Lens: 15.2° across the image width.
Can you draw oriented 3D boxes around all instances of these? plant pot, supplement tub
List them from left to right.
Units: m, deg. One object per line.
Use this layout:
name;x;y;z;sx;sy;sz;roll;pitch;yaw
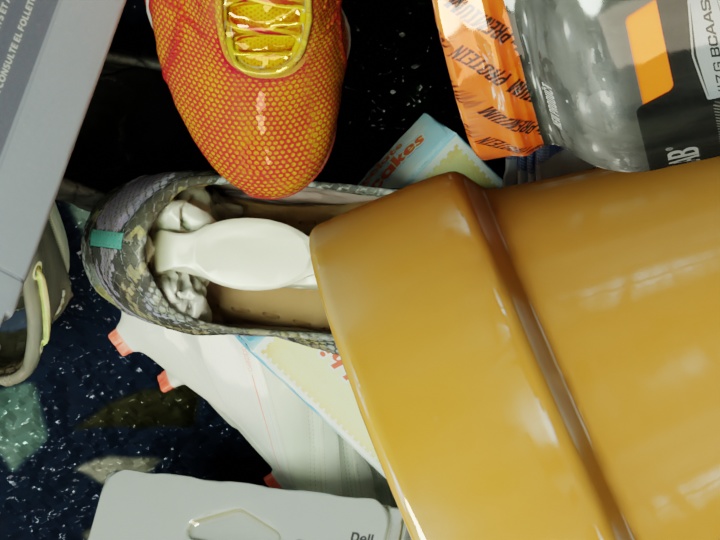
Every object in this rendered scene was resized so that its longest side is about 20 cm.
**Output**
plant pot;0.106;0.042;0.873;0.182;0.201;0.201;-23;130;4
supplement tub;0.122;-0.100;0.794;0.199;0.123;0.123;-12;132;8

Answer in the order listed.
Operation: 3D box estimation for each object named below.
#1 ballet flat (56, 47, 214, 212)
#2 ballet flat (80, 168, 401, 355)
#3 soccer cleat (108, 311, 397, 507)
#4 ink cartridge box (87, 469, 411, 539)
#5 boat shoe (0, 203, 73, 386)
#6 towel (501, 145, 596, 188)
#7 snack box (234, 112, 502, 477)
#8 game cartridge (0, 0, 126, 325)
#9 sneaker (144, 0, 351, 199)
ballet flat;-0.099;-0.052;0.991;0.199;0.057;0.067;8;95;-35
ballet flat;0.000;0.000;0.991;0.199;0.072;0.072;4;132;-15
soccer cleat;-0.018;0.049;1.113;0.077;0.069;0.200;-35;122;22
ink cartridge box;-0.013;0.161;1.133;0.146;0.083;0.200;4;157;30
boat shoe;-0.162;-0.041;1.025;0.072;0.060;0.202;-12;132;10
towel;0.111;0.003;1.002;0.146;0.024;0.201;-9;118;-25
snack box;0.055;0.047;1.084;0.116;0.037;0.200;-46;115;-2
game cartridge;-0.153;-0.073;0.895;0.133;0.201;0.041;28;156;-23
sneaker;-0.040;-0.111;0.909;0.073;0.077;0.201;-4;118;-1
